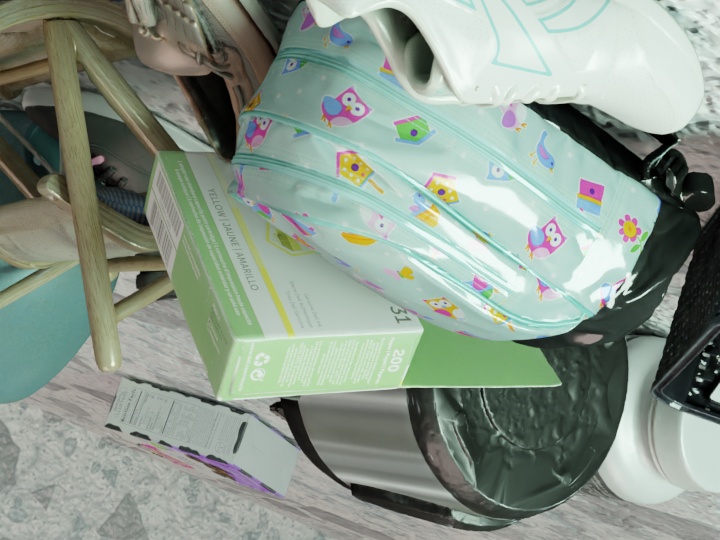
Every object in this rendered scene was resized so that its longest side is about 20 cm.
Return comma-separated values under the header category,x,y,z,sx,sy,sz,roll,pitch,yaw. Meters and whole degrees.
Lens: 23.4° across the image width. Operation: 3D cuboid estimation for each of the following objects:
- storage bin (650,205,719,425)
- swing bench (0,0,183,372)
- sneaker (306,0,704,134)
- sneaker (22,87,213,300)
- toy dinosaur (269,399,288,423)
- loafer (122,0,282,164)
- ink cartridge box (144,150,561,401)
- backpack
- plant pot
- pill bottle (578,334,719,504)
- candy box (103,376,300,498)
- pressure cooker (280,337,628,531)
category,x,y,z,sx,sy,sz,roll,pitch,yaw
storage bin,0.232,0.025,0.853,0.134,0.095,0.200,19,167,4
swing bench,-0.184,-0.058,0.993,0.198,0.129,0.202,-2,116,53
sneaker,0.054,-0.094,0.692,0.199,0.081,0.070,27,163,-29
sneaker,-0.139,-0.040,1.122,0.199,0.100,0.071,27,166,-20
toy dinosaur,-0.014,0.054,1.222,0.101,0.137,0.200,13,164,22
loafer,-0.074,-0.106,0.821,0.072,0.063,0.200,41,177,27
ink cartridge box,0.000,0.000,0.905,0.198,0.146,0.048,-1,132,-26
backpack,0.040,-0.043,0.800,0.199,0.128,0.166,31,165,-31
plant pot,-0.236,-0.030,1.178,0.134,0.202,0.199,-33,135,28
pill bottle,0.169,0.098,1.180,0.110,0.112,0.199,30,164,-34
candy box,-0.201,0.214,2.221,0.198,0.072,0.168,13,164,27
pressure cooker,0.048,0.061,1.089,0.199,0.179,0.176,1,134,52
